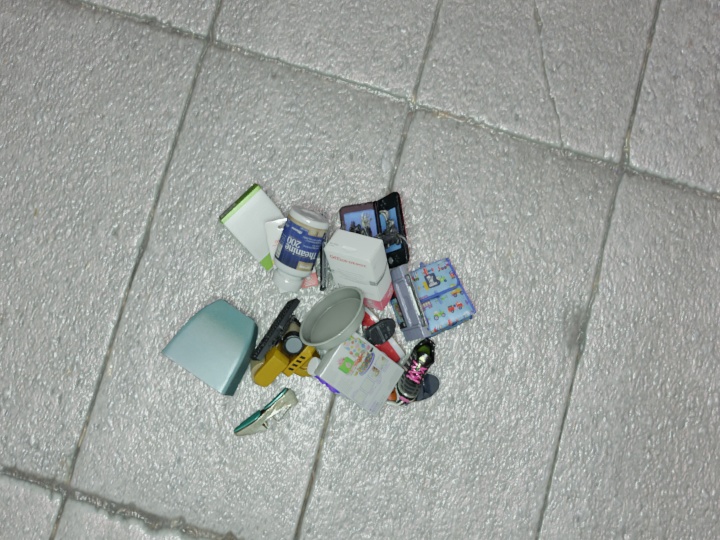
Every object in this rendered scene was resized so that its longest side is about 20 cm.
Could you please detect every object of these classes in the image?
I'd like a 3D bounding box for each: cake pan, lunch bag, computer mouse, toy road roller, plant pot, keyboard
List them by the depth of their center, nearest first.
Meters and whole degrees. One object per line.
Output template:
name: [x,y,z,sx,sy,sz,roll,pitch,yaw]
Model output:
cake pan: [-0.069,0.126,1.403,0.199,0.200,0.037,-39,119,-4]
plant pot: [-0.378,0.195,1.453,0.194,0.196,0.202,32,76,2]
computer mouse: [0.011,0.189,1.457,0.197,0.034,0.060,-28,106,-15]
keyboard: [-0.226,0.157,1.463,0.021,0.126,0.202,42,62,-22]
toy road roller: [-0.195,0.245,1.480,0.200,0.123,0.146,-44,112,6]
lunch bag: [0.215,0.067,1.536,0.148,0.094,0.203,-23,73,-3]

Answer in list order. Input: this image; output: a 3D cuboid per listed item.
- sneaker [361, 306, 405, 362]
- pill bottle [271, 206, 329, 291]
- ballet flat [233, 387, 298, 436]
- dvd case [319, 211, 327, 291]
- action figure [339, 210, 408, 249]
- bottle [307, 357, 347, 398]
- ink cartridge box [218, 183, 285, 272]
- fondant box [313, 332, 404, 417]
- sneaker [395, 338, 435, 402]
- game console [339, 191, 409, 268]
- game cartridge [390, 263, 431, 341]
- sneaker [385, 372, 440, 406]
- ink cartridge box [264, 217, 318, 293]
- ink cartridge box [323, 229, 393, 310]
sneaker: [0.026,0.195,1.516,0.112,0.071,0.201,-40,89,-8]
pill bottle: [-0.163,-0.053,1.410,0.109,0.111,0.204,22,107,1]
ballet flat: [-0.258,0.407,1.493,0.199,0.067,0.063,-38,96,-4]
dvd case: [-0.102,-0.049,1.498,0.016,0.149,0.205,1,84,-7]
action figure: [0.037,-0.110,1.452,0.197,0.118,0.105,3,96,35]
bottle: [-0.053,0.291,1.463,0.198,0.065,0.085,31,91,-31]
ink cartridge box: [-0.283,-0.121,1.543,0.148,0.076,0.201,-42,113,-6]
fondant box: [-0.002,0.263,1.408,0.199,0.058,0.146,39,78,-20]
sneaker: [0.153,0.260,1.457,0.073,0.088,0.201,30,48,3]
game console: [0.037,-0.103,1.525,0.116,0.171,0.205,-6,84,-29]
game cartridge: [0.125,0.094,1.500,0.038,0.129,0.204,-16,84,-26]
sneaker: [0.132,0.334,1.502,0.195,0.079,0.080,-11,84,-4]
ink cartridge box: [-0.192,-0.052,1.503,0.114,0.068,0.205,-11,108,-3]
ink cartridge box: [0.000,0.000,1.445,0.144,0.202,0.083,16,53,26]
